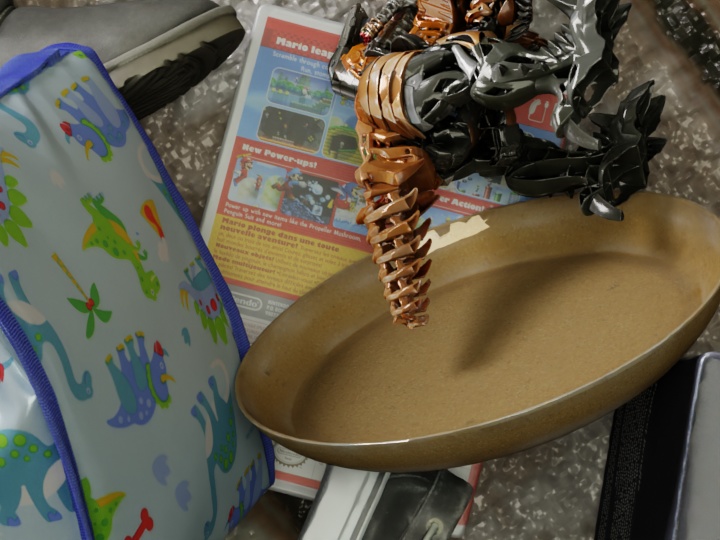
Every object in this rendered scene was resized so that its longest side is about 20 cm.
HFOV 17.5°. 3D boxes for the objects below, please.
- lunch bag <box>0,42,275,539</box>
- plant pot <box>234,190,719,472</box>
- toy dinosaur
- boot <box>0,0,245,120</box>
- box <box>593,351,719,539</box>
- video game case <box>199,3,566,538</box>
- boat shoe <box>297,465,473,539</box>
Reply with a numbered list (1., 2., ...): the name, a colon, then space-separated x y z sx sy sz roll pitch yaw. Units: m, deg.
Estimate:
1. lunch bag: -0.125 0.030 0.885 0.127 0.170 0.200 -3 111 19
2. plant pot: 0.050 0.025 0.906 0.200 0.200 0.028 -22 111 -3
3. toy dinosaur: 0.047 -0.066 0.954 0.135 0.102 0.200 2 78 22
4. boot: -0.167 -0.143 0.988 0.182 0.073 0.200 -24 81 -5
5. box: 0.204 0.106 0.913 0.200 0.198 0.124 9 86 -2
6. video game case: 0.000 0.000 1.003 0.143 0.017 0.200 15 86 -1
7. boat shoe: -0.011 0.166 0.958 0.071 0.072 0.200 21 94 3
